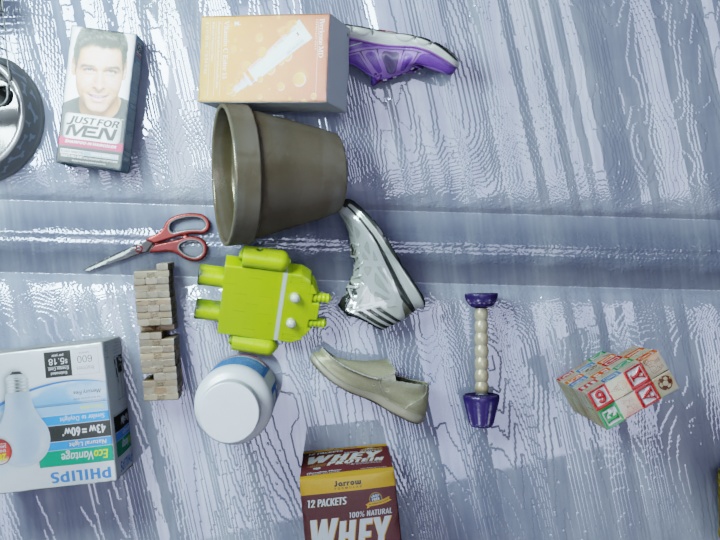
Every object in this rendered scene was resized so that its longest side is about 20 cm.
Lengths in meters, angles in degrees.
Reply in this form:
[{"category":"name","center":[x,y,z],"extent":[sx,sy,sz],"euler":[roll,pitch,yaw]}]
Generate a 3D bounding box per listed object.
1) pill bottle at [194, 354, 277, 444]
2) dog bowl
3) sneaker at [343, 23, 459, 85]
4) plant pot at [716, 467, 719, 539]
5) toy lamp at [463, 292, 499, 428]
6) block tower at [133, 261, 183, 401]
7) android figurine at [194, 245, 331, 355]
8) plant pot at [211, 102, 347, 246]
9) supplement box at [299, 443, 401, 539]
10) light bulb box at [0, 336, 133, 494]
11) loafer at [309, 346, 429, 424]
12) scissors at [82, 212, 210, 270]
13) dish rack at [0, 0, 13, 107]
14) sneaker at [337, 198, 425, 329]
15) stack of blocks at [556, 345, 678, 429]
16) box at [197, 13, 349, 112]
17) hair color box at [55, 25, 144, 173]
[{"category":"pill bottle","center":[-0.178,0.185,1.375],"extent":[0.111,0.200,0.113],"euler":[0,91,-1]},{"category":"dog bowl","center":[-0.576,-0.230,1.426],"extent":[0.198,0.059,0.202],"euler":[0,90,-2]},{"category":"sneaker","center":[0.049,-0.316,1.446],"extent":[0.198,0.081,0.084],"euler":[10,104,7]},{"category":"plant pot","center":[0.638,0.357,1.417],"extent":[0.198,0.195,0.196],"euler":[-2,91,7]},{"category":"toy lamp","center":[0.182,0.136,1.458],"extent":[0.058,0.058,0.202],"euler":[-2,89,-2]},{"category":"block tower","center":[-0.302,0.090,1.438],"extent":[0.057,0.054,0.202],"euler":[-2,94,-2]},{"category":"android figurine","center":[-0.144,0.045,1.423],"extent":[0.198,0.041,0.183],"euler":[10,121,-6]},{"category":"plant pot","center":[-0.116,-0.141,1.391],"extent":[0.172,0.200,0.202],"euler":[-4,91,-18]},{"category":"supplement box","center":[-0.012,0.371,1.385],"extent":[0.131,0.197,0.202],"euler":[-6,91,-2]},{"category":"light bulb box","center":[-0.447,0.209,1.405],"extent":[0.196,0.125,0.202],"euler":[-7,90,-2]},{"category":"loafer","center":[0.018,0.160,1.448],"extent":[0.199,0.076,0.069],"euler":[28,89,-11]},{"category":"scissors","center":[-0.325,-0.043,1.461],"extent":[0.198,0.014,0.074],"euler":[-6,94,-1]},{"category":"dish rack","center":[-0.575,-0.323,1.369],"extent":[0.152,0.055,0.202],"euler":[-5,91,-2]},{"category":"sneaker","center":[0.000,0.000,1.439],"extent":[0.115,0.076,0.201],"euler":[-34,94,-3]},{"category":"stack of blocks","center":[0.365,0.163,1.391],"extent":[0.115,0.200,0.059],"euler":[-30,90,-1]},{"category":"box","center":[-0.124,-0.297,1.391],"extent":[0.198,0.097,0.126],"euler":[3,91,16]},{"category":"hair color box","center":[-0.386,-0.252,1.430],"extent":[0.098,0.061,0.202],"euler":[7,90,-2]}]
